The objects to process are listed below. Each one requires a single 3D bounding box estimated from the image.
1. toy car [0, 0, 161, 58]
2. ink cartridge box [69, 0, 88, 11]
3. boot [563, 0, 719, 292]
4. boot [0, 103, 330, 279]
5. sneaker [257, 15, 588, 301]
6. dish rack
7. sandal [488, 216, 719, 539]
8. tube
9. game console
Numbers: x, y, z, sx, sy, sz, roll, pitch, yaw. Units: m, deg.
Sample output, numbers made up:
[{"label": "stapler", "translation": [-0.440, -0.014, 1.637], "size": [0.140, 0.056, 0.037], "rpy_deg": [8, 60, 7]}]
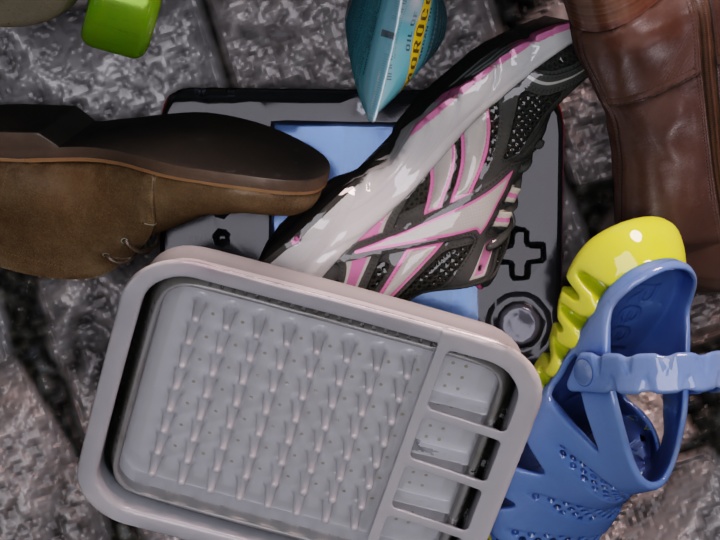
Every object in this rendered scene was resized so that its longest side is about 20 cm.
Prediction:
[{"label": "toy car", "translation": [-0.146, -0.223, 1.253], "size": [0.163, 0.158, 0.201], "rpy_deg": [15, 66, -7]}, {"label": "ink cartridge box", "translation": [-0.184, -0.192, 1.344], "size": [0.199, 0.086, 0.147], "rpy_deg": [-8, 95, 3]}, {"label": "boot", "translation": [0.188, -0.093, 1.334], "size": [0.186, 0.064, 0.201], "rpy_deg": [-26, 127, -9]}, {"label": "boot", "translation": [-0.105, -0.035, 1.354], "size": [0.199, 0.074, 0.076], "rpy_deg": [5, 108, 23]}, {"label": "sneaker", "translation": [0.046, -0.037, 1.346], "size": [0.200, 0.080, 0.086], "rpy_deg": [-41, 101, 9]}, {"label": "dish rack", "translation": [-0.025, 0.067, 1.333], "size": [0.199, 0.044, 0.172], "rpy_deg": [15, 129, -5]}, {"label": "sandal", "translation": [0.115, 0.077, 1.333], "size": [0.079, 0.087, 0.201], "rpy_deg": [-6, 130, -32]}, {"label": "tube", "translation": [0.014, -0.113, 1.290], "size": [0.050, 0.200, 0.078], "rpy_deg": [7, 97, 1]}, {"label": "game console", "translation": [0.000, 0.000, 1.386], "size": [0.199, 0.031, 0.178], "rpy_deg": [1, 96, 0]}]
